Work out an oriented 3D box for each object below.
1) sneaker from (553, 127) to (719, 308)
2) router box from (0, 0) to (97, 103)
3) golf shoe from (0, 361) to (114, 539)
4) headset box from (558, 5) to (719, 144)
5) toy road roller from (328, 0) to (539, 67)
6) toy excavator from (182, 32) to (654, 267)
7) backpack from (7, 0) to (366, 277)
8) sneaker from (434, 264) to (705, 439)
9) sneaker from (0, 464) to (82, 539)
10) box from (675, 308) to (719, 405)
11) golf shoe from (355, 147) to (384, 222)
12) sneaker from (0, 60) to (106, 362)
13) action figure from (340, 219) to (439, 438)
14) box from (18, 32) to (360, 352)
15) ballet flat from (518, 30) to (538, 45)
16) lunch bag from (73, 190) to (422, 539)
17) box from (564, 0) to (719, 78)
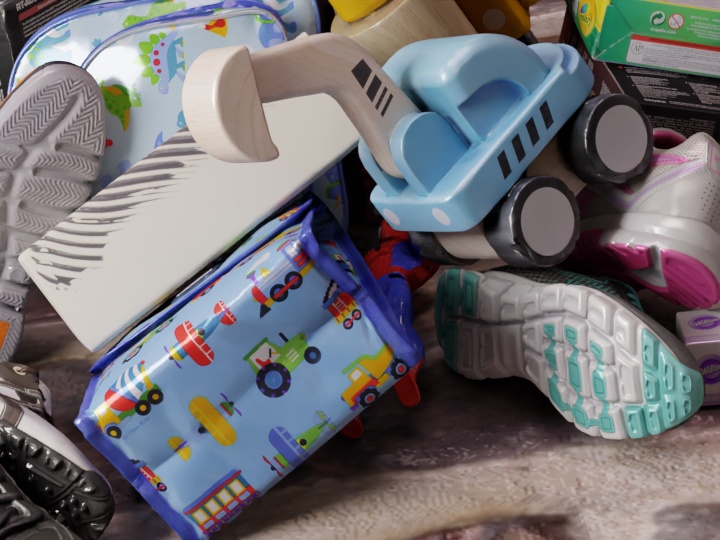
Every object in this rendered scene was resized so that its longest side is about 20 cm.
[{"bbox_3d":[0.151,-0.035,1.198,0.089,0.081,0.200,-61,27,-11],"label":"sneaker"},{"bbox_3d":[-0.203,-0.152,1.503,0.062,0.151,0.200,8,29,29],"label":"router box"},{"bbox_3d":[-0.183,0.082,1.108,0.199,0.078,0.094,18,35,39],"label":"golf shoe"},{"bbox_3d":[0.207,-0.100,1.345,0.148,0.078,0.200,6,23,-11],"label":"headset box"},{"bbox_3d":[0.064,-0.184,1.299,0.146,0.123,0.200,-31,26,18],"label":"toy road roller"},{"bbox_3d":[0.025,-0.079,1.107,0.195,0.200,0.100,-48,23,-21],"label":"toy excavator"},{"bbox_3d":[-0.110,-0.086,1.295,0.199,0.184,0.147,-7,8,8],"label":"backpack"},{"bbox_3d":[0.125,0.031,1.136,0.091,0.078,0.200,-11,21,-30],"label":"sneaker"},{"bbox_3d":[-0.193,0.118,1.013,0.200,0.098,0.071,17,32,37],"label":"sneaker"},{"bbox_3d":[0.268,0.038,1.128,0.199,0.039,0.041,-5,24,4],"label":"box"},{"bbox_3d":[0.044,-0.073,1.387,0.199,0.076,0.092,11,22,17],"label":"golf shoe"},{"bbox_3d":[-0.219,-0.044,1.241,0.077,0.201,0.112,18,17,-33],"label":"sneaker"},{"bbox_3d":[0.000,0.000,1.203,0.065,0.099,0.200,-28,18,18],"label":"action figure"},{"bbox_3d":[-0.089,-0.042,1.178,0.200,0.068,0.082,-39,3,-6],"label":"box"},{"bbox_3d":[0.097,-0.123,1.347,0.066,0.057,0.200,3,17,-12],"label":"ballet flat"},{"bbox_3d":[-0.065,0.034,1.126,0.150,0.094,0.200,-40,16,4],"label":"lunch bag"},{"bbox_3d":[0.189,-0.180,1.363,0.117,0.049,0.200,8,27,-7],"label":"box"}]
